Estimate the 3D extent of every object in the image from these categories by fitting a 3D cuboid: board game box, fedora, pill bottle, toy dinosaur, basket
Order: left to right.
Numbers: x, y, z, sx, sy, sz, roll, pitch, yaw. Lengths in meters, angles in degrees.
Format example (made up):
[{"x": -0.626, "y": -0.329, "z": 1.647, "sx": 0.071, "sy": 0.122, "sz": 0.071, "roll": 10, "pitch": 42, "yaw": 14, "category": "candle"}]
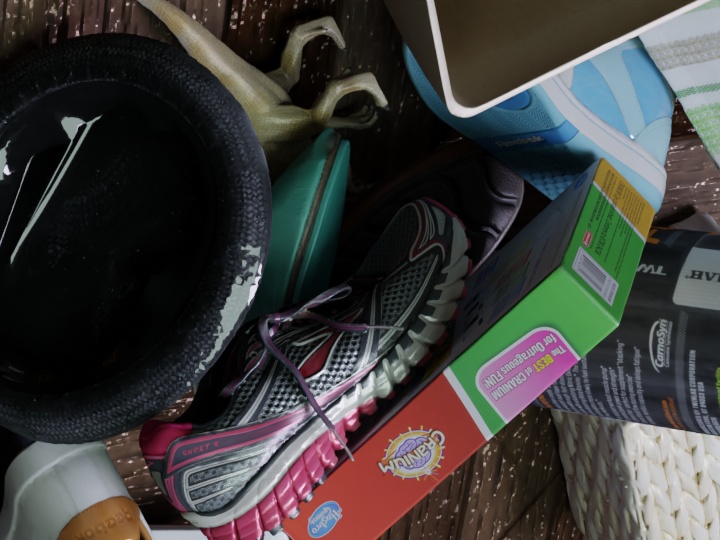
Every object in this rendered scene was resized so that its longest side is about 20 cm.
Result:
[{"x": -0.120, "y": -0.015, "z": 1.365, "sx": 0.201, "sy": 0.200, "sz": 0.092, "roll": -52, "pitch": 164, "yaw": 11, "category": "fedora"}, {"x": -0.043, "y": -0.079, "z": 1.410, "sx": 0.101, "sy": 0.058, "sz": 0.200, "roll": -32, "pitch": 133, "yaw": -7, "category": "toy dinosaur"}, {"x": 0.054, "y": 0.045, "z": 1.384, "sx": 0.040, "sy": 0.153, "sz": 0.200, "roll": 44, "pitch": 115, "yaw": -6, "category": "board game box"}, {"x": 0.142, "y": 0.027, "z": 1.493, "sx": 0.106, "sy": 0.199, "sz": 0.107, "roll": -27, "pitch": 121, "yaw": -59, "category": "pill bottle"}, {"x": 0.186, "y": 0.093, "z": 1.627, "sx": 0.123, "sy": 0.136, "sz": 0.201, "roll": -23, "pitch": 131, "yaw": -11, "category": "basket"}]

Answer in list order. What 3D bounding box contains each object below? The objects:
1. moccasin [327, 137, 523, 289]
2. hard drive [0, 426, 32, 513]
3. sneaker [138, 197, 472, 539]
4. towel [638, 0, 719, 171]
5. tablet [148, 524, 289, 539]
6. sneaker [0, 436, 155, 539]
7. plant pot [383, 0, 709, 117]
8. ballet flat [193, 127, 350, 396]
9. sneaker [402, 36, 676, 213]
[{"x": 0.001, "y": 0.001, "z": 1.488, "sx": 0.074, "sy": 0.078, "sz": 0.201, "roll": 42, "pitch": 100, "yaw": -20, "category": "moccasin"}, {"x": -0.241, "y": 0.109, "z": 1.430, "sx": 0.199, "sy": 0.042, "sz": 0.135, "roll": -25, "pitch": 132, "yaw": -17, "category": "hard drive"}, {"x": -0.021, "y": 0.040, "z": 1.345, "sx": 0.075, "sy": 0.081, "sz": 0.200, "roll": 46, "pitch": 69, "yaw": -16, "category": "sneaker"}, {"x": 0.226, "y": -0.108, "z": 1.423, "sx": 0.148, "sy": 0.031, "sz": 0.200, "roll": -9, "pitch": 137, "yaw": 28, "category": "towel"}, {"x": -0.100, "y": 0.230, "z": 1.565, "sx": 0.129, "sy": 0.014, "sz": 0.201, "roll": 0, "pitch": 116, "yaw": 3, "category": "tablet"}, {"x": -0.144, "y": 0.153, "z": 1.427, "sx": 0.073, "sy": 0.085, "sz": 0.200, "roll": -29, "pitch": 162, "yaw": -16, "category": "sneaker"}, {"x": 0.069, "y": -0.228, "z": 1.290, "sx": 0.199, "sy": 0.177, "sz": 0.201, "roll": -26, "pitch": 131, "yaw": -14, "category": "plant pot"}, {"x": -0.051, "y": 0.023, "z": 1.416, "sx": 0.070, "sy": 0.067, "sz": 0.201, "roll": 11, "pitch": 107, "yaw": 11, "category": "ballet flat"}, {"x": 0.098, "y": -0.123, "z": 1.437, "sx": 0.200, "sy": 0.079, "sz": 0.131, "roll": 39, "pitch": 60, "yaw": -46, "category": "sneaker"}]
